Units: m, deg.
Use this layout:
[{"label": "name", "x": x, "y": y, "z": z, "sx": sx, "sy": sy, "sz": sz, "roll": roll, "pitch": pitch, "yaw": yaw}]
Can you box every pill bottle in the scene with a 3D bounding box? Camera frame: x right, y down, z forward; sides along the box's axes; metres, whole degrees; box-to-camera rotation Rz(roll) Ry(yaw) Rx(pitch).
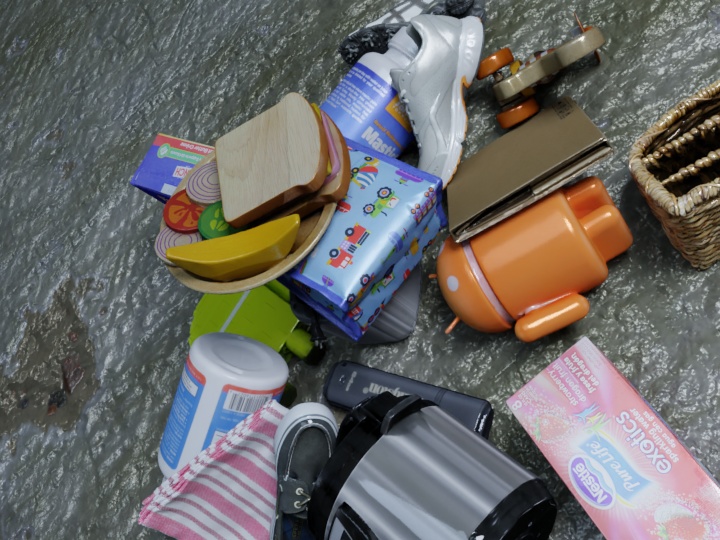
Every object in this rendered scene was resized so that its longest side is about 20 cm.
[{"label": "pill bottle", "x": 0.017, "y": -0.187, "z": 0.916, "sx": 0.200, "sy": 0.112, "sz": 0.112, "roll": -49, "pitch": 54, "yaw": 5}, {"label": "pill bottle", "x": -0.160, "y": 0.180, "z": 0.848, "sx": 0.112, "sy": 0.112, "sz": 0.200, "roll": 34, "pitch": 111, "yaw": 37}]

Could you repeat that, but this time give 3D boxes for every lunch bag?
[{"label": "lunch bag", "x": -0.041, "y": -0.056, "z": 0.737, "sx": 0.200, "sy": 0.094, "sz": 0.151, "roll": 33, "pitch": 75, "yaw": 21}]

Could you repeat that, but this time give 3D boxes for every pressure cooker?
[{"label": "pressure cooker", "x": 0.051, "y": 0.214, "z": 0.688, "sx": 0.200, "sy": 0.179, "sz": 0.176, "roll": 34, "pitch": 90, "yaw": 33}]

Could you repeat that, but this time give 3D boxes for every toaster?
[{"label": "toaster", "x": 0.000, "y": 0.000, "z": 0.837, "sx": 0.113, "sy": 0.129, "sz": 0.200, "roll": -10, "pitch": 65, "yaw": 29}]

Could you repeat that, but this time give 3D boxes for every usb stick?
[{"label": "usb stick", "x": 0.047, "y": 0.141, "z": 0.809, "sx": 0.200, "sy": 0.033, "sz": 0.056, "roll": 11, "pitch": 77, "yaw": 35}]

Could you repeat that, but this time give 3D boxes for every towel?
[{"label": "towel", "x": -0.114, "y": 0.235, "z": 0.802, "sx": 0.200, "sy": 0.146, "sz": 0.030, "roll": -39, "pitch": 30, "yaw": 11}]

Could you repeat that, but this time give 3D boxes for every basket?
[{"label": "basket", "x": 0.339, "y": -0.121, "z": 0.669, "sx": 0.200, "sy": 0.149, "sz": 0.143, "roll": -31, "pitch": 57, "yaw": 18}]

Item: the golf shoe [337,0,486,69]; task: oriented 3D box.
[{"label": "golf shoe", "x": 0.067, "y": -0.314, "z": 0.974, "sx": 0.200, "sy": 0.078, "sz": 0.095, "roll": -12, "pitch": 47, "yaw": 25}]

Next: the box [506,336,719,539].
[{"label": "box", "x": 0.229, "y": 0.168, "z": 0.644, "sx": 0.095, "sy": 0.103, "sz": 0.200, "roll": -42, "pitch": 56, "yaw": 10}]

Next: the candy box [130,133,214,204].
[{"label": "candy box", "x": -0.141, "y": -0.074, "z": 0.911, "sx": 0.169, "sy": 0.200, "sz": 0.077, "roll": 20, "pitch": 82, "yaw": 35}]

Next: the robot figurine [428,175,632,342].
[{"label": "robot figurine", "x": 0.161, "y": -0.011, "z": 0.751, "sx": 0.200, "sy": 0.117, "sz": 0.144, "roll": -29, "pitch": 89, "yaw": 18}]

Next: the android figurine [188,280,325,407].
[{"label": "android figurine", "x": -0.136, "y": 0.079, "z": 0.942, "sx": 0.200, "sy": 0.041, "sz": 0.182, "roll": 31, "pitch": 89, "yaw": 34}]

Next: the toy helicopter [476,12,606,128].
[{"label": "toy helicopter", "x": 0.206, "y": -0.218, "z": 0.787, "sx": 0.132, "sy": 0.200, "sz": 0.079, "roll": -29, "pitch": 97, "yaw": -3}]

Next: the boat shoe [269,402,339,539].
[{"label": "boat shoe", "x": -0.054, "y": 0.226, "z": 0.765, "sx": 0.057, "sy": 0.068, "sz": 0.200, "roll": -116, "pitch": 30, "yaw": -59}]

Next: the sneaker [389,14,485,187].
[{"label": "sneaker", "x": 0.071, "y": -0.183, "z": 0.842, "sx": 0.092, "sy": 0.076, "sz": 0.200, "roll": 9, "pitch": 96, "yaw": -8}]

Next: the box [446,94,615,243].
[{"label": "box", "x": 0.160, "y": -0.109, "z": 0.776, "sx": 0.163, "sy": 0.021, "sz": 0.200, "roll": -31, "pitch": 17, "yaw": 17}]

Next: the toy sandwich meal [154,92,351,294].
[{"label": "toy sandwich meal", "x": -0.105, "y": -0.071, "z": 0.688, "sx": 0.205, "sy": 0.070, "sz": 0.206, "roll": -11, "pitch": 56, "yaw": 17}]
